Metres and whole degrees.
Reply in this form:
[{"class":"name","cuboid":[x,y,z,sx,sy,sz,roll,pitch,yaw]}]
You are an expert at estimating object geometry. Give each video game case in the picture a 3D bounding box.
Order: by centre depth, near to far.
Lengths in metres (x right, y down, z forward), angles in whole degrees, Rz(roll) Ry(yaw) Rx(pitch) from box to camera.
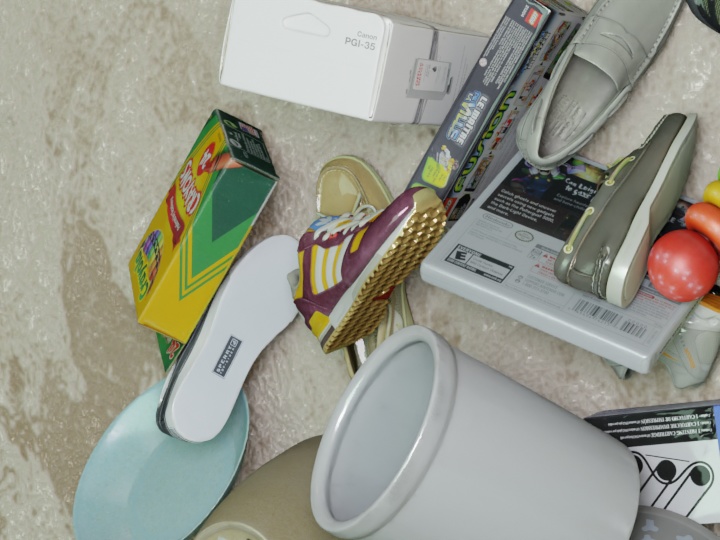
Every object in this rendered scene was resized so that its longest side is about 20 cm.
[{"class":"video game case","cuboid":[0.176,-0.016,1.667,0.199,0.182,0.023,23,138,23]}]

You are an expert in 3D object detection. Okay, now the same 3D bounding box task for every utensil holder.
[{"class":"utensil holder","cuboid":[0.089,0.161,1.627,0.199,0.170,0.170,29,109,-20]}]

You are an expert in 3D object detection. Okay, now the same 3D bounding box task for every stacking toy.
[{"class":"stacking toy","cuboid":[0.295,-0.054,1.605,0.085,0.085,0.200,40,81,19]}]

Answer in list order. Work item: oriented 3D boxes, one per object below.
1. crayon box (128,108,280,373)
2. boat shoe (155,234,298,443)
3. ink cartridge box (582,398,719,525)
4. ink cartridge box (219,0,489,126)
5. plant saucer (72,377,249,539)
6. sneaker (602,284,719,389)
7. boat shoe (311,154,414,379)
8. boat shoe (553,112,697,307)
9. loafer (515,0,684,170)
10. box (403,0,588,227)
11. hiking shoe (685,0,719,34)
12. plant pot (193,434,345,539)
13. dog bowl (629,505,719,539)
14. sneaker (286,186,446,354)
[{"class":"crayon box","cuboid":[-0.146,-0.026,1.841,0.051,0.127,0.201,24,106,-20]},{"class":"boat shoe","cuboid":[-0.115,0.057,1.846,0.068,0.072,0.201,2,62,62]},{"class":"ink cartridge box","cuboid":[0.280,0.150,1.685,0.198,0.044,0.095,-7,91,26]},{"class":"ink cartridge box","cuboid":[-0.004,-0.171,1.724,0.146,0.200,0.084,15,99,25]},{"class":"plant saucer","cuboid":[-0.166,0.179,1.868,0.200,0.039,0.202,-26,41,25]},{"class":"sneaker","cuboid":[0.197,0.036,1.708,0.199,0.076,0.093,21,108,26]},{"class":"boat shoe","cuboid":[-0.002,0.001,1.806,0.073,0.063,0.203,-10,88,26]},{"class":"boat shoe","cuboid":[0.208,-0.056,1.640,0.060,0.202,0.072,15,139,19]},{"class":"loafer","cuboid":[0.195,-0.164,1.685,0.070,0.070,0.201,32,98,-7]},{"class":"box","cuboid":[0.111,-0.128,1.720,0.035,0.110,0.201,35,106,20]},{"class":"hiking shoe","cuboid":[0.334,-0.194,1.612,0.199,0.101,0.076,21,98,23]},{"class":"plant pot","cuboid":[-0.059,0.239,1.769,0.186,0.200,0.189,1,92,26]},{"class":"dog bowl","cuboid":[0.221,0.290,1.688,0.198,0.059,0.202,8,109,23]},{"class":"sneaker","cuboid":[-0.006,-0.018,1.707,0.090,0.075,0.200,54,138,18]}]
